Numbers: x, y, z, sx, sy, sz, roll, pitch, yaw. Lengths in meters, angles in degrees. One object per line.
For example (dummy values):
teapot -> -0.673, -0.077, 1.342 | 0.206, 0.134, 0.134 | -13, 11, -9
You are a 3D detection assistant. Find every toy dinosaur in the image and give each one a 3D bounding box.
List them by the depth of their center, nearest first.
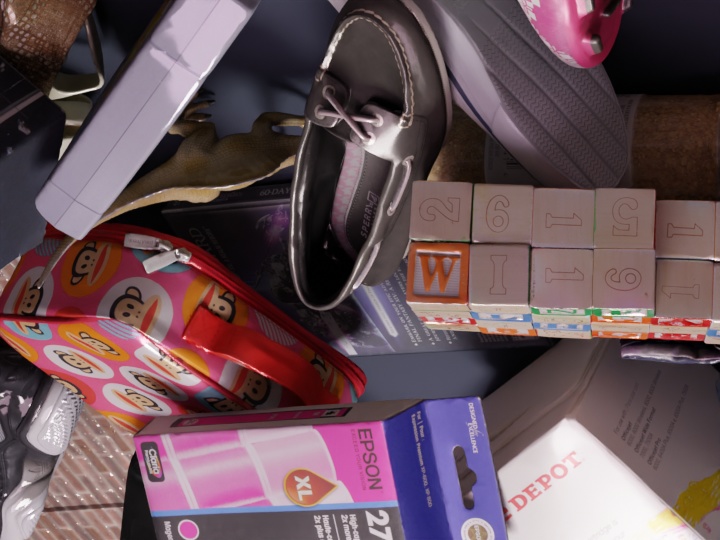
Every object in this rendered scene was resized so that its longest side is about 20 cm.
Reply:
toy dinosaur -> -0.084, -0.055, 1.135 | 0.200, 0.101, 0.058 | -16, 111, -6

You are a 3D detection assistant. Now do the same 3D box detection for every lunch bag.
lunch bag -> -0.097, 0.048, 1.231 | 0.176, 0.082, 0.200 | 3, 153, 46

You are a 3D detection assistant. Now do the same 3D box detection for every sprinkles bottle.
sprinkles bottle -> 0.121, -0.058, 1.093 | 0.200, 0.068, 0.068 | 1, 140, 20

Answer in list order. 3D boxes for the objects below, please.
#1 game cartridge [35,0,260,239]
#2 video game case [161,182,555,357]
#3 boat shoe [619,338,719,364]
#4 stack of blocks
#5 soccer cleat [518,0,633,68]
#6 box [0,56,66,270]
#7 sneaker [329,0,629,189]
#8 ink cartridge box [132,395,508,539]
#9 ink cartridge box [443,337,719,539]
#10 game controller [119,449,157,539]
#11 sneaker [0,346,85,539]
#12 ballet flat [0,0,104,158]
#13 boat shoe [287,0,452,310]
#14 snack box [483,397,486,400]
game cartridge -> -0.095, -0.104, 1.052 | 0.040, 0.133, 0.200 | 31, 135, -12
video game case -> 0.000, 0.000, 1.249 | 0.200, 0.019, 0.143 | -4, 138, 26
boat shoe -> 0.222, 0.005, 1.113 | 0.200, 0.093, 0.075 | -5, 137, 26
stack of blocks -> 0.127, -0.002, 1.031 | 0.200, 0.059, 0.115 | 2, 172, 7
soccer cleat -> 0.071, -0.180, 0.973 | 0.086, 0.070, 0.200 | 11, 140, 29
box -> -0.293, -0.056, 1.090 | 0.200, 0.197, 0.124 | 40, 142, 13
sneaker -> 0.051, -0.112, 1.043 | 0.200, 0.073, 0.071 | 49, 150, -7
ink cartridge box -> -0.023, 0.123, 1.166 | 0.200, 0.037, 0.095 | -6, 105, 21
ink cartridge box -> 0.159, 0.146, 1.214 | 0.200, 0.145, 0.147 | 44, 125, -7
game controller -> -0.104, 0.197, 1.269 | 0.104, 0.042, 0.200 | 22, 112, 37
sneaker -> -0.254, 0.108, 1.433 | 0.114, 0.076, 0.200 | 22, 136, -6
ballet flat -> -0.174, -0.094, 1.162 | 0.065, 0.071, 0.200 | 4, 147, -10
boat shoe -> 0.000, -0.052, 1.045 | 0.067, 0.057, 0.200 | 32, 146, 19
snack box -> 0.153, 0.166, 1.333 | 0.200, 0.037, 0.116 | 19, 102, -3
